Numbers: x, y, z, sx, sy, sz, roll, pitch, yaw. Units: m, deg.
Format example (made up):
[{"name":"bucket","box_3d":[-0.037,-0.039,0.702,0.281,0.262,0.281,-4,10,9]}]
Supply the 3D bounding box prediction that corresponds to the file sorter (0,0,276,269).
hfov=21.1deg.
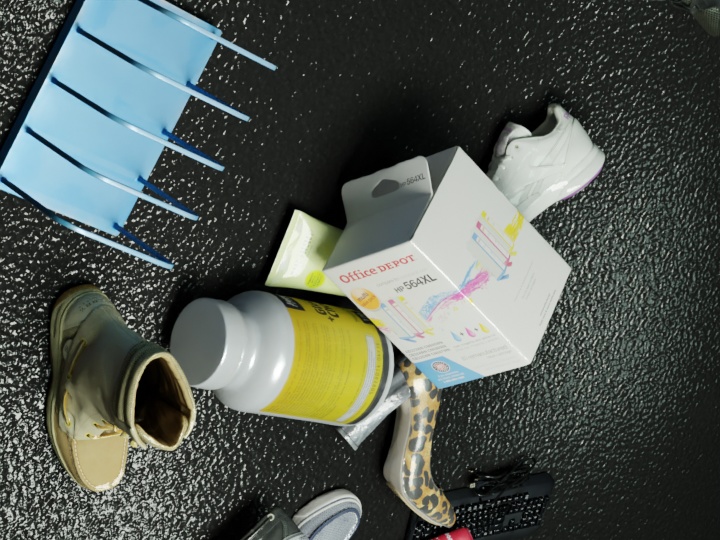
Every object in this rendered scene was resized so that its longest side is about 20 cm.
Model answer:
[{"name":"file sorter","box_3d":[-0.183,-0.120,1.581,0.139,0.123,0.200,24,96,-43]}]

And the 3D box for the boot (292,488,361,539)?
[{"name":"boot","box_3d":[-0.056,0.311,1.928,0.200,0.090,0.073,-44,132,-13]}]

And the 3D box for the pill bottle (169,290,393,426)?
[{"name":"pill bottle","box_3d":[-0.073,0.079,1.780,0.200,0.112,0.112,13,103,-43]}]

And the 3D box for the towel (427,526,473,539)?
[{"name":"towel","box_3d":[0.049,0.371,2.045,0.200,0.022,0.145,-20,101,-21]}]

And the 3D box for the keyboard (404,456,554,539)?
[{"name":"keyboard","box_3d":[0.139,0.264,2.102,0.200,0.040,0.104,-7,117,-38]}]

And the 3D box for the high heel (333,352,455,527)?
[{"name":"high heel","box_3d":[0.079,0.171,1.978,0.143,0.071,0.200,-44,124,-5]}]

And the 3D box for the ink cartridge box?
[{"name":"ink cartridge box","box_3d":[0.072,-0.009,1.791,0.200,0.128,0.125,44,51,-23]}]

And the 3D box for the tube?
[{"name":"tube","box_3d":[0.000,0.000,1.847,0.200,0.052,0.058,16,60,-38]}]

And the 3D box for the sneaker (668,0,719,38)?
[{"name":"sneaker","box_3d":[0.306,-0.288,1.935,0.114,0.076,0.199,-46,130,-9]}]

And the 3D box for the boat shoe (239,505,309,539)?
[{"name":"boat shoe","box_3d":[-0.142,0.303,1.875,0.200,0.057,0.069,-33,166,-4]}]

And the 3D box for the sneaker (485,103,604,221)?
[{"name":"sneaker","box_3d":[0.145,-0.087,1.920,0.200,0.075,0.100,-39,106,-13]}]

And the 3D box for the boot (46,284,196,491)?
[{"name":"boot","box_3d":[-0.204,0.129,1.666,0.073,0.155,0.200,-16,121,-33]}]
